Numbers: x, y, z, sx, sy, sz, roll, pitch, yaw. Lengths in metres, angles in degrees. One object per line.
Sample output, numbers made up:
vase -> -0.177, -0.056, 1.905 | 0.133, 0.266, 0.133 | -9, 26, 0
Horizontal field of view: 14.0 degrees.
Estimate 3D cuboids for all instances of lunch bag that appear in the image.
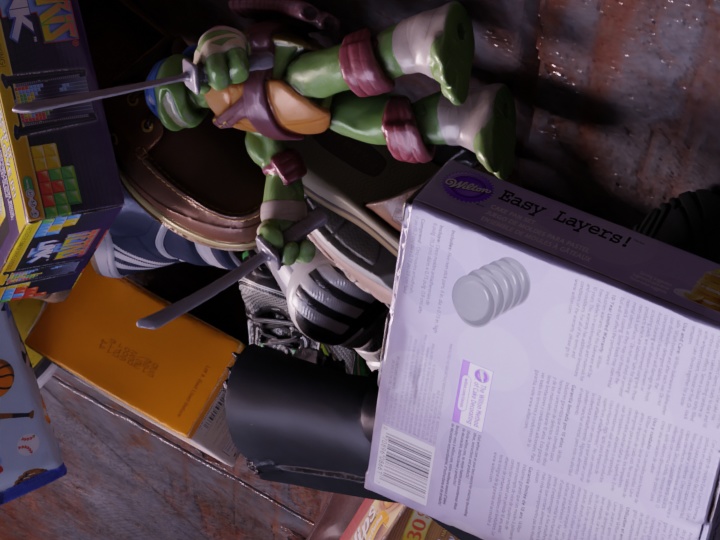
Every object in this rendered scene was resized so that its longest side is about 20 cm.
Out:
lunch bag -> -0.295, 0.052, 1.887 | 0.200, 0.124, 0.170 | 36, 144, 55

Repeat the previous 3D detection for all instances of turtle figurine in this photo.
turtle figurine -> -0.033, -0.059, 1.459 | 0.194, 0.200, 0.144 | -6, 109, 24

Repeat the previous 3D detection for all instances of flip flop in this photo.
flip flop -> 0.041, -0.046, 1.536 | 0.200, 0.081, 0.058 | 32, 145, 15

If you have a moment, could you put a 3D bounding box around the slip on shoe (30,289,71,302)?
slip on shoe -> -0.200, -0.037, 1.779 | 0.061, 0.076, 0.200 | 23, -163, -13

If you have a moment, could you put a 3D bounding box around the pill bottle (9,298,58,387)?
pill bottle -> -0.295, 0.001, 2.036 | 0.112, 0.112, 0.200 | 8, 148, 47

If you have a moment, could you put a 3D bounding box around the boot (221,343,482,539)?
boot -> 0.027, 0.110, 1.651 | 0.168, 0.076, 0.200 | 8, 154, 33

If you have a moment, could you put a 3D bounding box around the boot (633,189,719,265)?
boot -> 0.189, 0.051, 1.509 | 0.162, 0.073, 0.198 | 20, 132, -24

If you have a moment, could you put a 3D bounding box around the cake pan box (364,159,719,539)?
cake pan box -> 0.101, 0.064, 1.447 | 0.184, 0.052, 0.200 | 22, 130, 19

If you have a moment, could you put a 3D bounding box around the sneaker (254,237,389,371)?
sneaker -> 0.000, 0.000, 1.711 | 0.116, 0.075, 0.200 | 53, -171, 32

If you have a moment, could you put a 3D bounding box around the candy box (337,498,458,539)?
candy box -> 0.095, 0.179, 1.809 | 0.200, 0.115, 0.055 | 25, -162, -24

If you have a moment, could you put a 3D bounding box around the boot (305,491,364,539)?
boot -> 0.016, 0.151, 1.856 | 0.072, 0.166, 0.200 | 34, 159, -4

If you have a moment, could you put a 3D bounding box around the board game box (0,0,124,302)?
board game box -> -0.186, -0.100, 1.577 | 0.165, 0.057, 0.200 | 137, 121, -68

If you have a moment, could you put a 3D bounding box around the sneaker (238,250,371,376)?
sneaker -> -0.036, 0.052, 1.826 | 0.078, 0.085, 0.200 | 22, 156, 26

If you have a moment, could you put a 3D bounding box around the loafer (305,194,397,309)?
loafer -> 0.025, -0.003, 1.593 | 0.200, 0.072, 0.063 | 41, 152, 17

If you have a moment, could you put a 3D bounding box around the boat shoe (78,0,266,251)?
boat shoe -> -0.111, -0.089, 1.582 | 0.200, 0.072, 0.068 | 47, 162, 29

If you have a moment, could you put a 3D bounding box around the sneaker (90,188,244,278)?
sneaker -> -0.106, -0.029, 1.768 | 0.108, 0.070, 0.200 | 9, 171, 5

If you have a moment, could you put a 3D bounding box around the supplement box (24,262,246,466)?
supplement box -> -0.133, 0.060, 1.931 | 0.126, 0.074, 0.200 | 29, 175, 9
